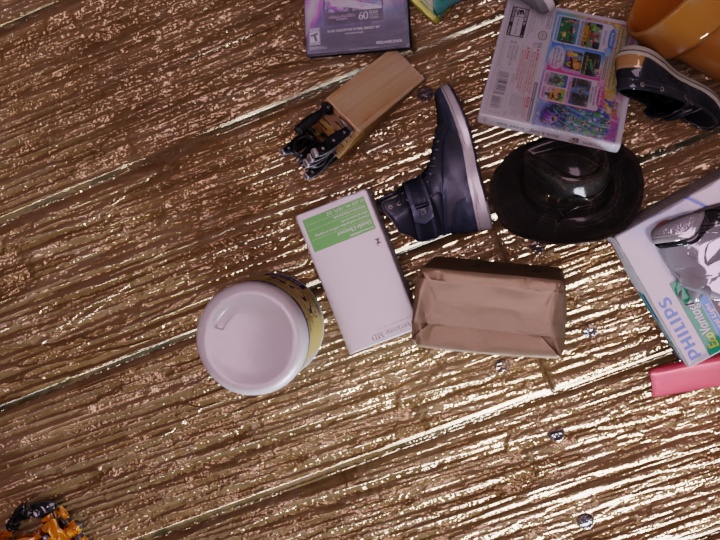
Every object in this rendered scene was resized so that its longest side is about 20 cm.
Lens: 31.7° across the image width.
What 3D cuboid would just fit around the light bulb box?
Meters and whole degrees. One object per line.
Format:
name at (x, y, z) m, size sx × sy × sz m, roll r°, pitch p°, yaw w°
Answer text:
light bulb box at (0.454, -0.012, 1.633) m, size 0.200 × 0.125 × 0.198 m, roll -30°, pitch 90°, yaw 7°

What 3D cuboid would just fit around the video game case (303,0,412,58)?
video game case at (-0.007, -0.390, 1.698) m, size 0.143 × 0.019 × 0.200 m, roll -3°, pitch 89°, yaw 12°

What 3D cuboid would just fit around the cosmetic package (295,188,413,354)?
cosmetic package at (0.000, 0.000, 1.710) m, size 0.108 × 0.085 × 0.200 m, roll -23°, pitch 90°, yaw 6°

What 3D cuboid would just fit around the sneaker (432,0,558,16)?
sneaker at (0.148, -0.371, 1.648) m, size 0.200 × 0.084 × 0.121 m, roll 40°, pitch 92°, yaw 6°

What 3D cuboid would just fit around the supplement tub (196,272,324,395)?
supplement tub at (-0.126, 0.079, 1.673) m, size 0.145 × 0.200 × 0.145 m, roll 1°, pitch 95°, yaw 7°

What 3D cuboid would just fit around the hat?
hat at (0.259, -0.124, 1.620) m, size 0.201 × 0.081 × 0.201 m, roll -8°, pitch 56°, yaw 12°

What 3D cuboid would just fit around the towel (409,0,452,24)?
towel at (0.139, -0.430, 1.694) m, size 0.086 × 0.018 × 0.200 m, roll 44°, pitch 97°, yaw -4°

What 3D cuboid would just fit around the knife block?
knife block at (-0.013, -0.205, 1.649) m, size 0.200 × 0.176 × 0.064 m, roll -44°, pitch 89°, yaw 8°

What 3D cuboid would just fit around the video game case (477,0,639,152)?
video game case at (0.260, -0.255, 1.637) m, size 0.182 × 0.024 × 0.200 m, roll 13°, pitch 62°, yaw 5°

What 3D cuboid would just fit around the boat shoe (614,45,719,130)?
boat shoe at (0.392, -0.218, 1.612) m, size 0.200 × 0.075 × 0.062 m, roll 24°, pitch 74°, yaw -37°

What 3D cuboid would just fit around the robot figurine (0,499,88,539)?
robot figurine at (-0.473, 0.415, 1.814) m, size 0.200 × 0.058 × 0.145 m, roll -37°, pitch 90°, yaw 9°

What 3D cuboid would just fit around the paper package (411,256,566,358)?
paper package at (0.170, 0.046, 1.634) m, size 0.191 × 0.200 × 0.104 m, roll 5°, pitch 95°, yaw 7°

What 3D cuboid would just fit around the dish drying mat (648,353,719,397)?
dish drying mat at (0.482, 0.128, 1.673) m, size 0.200 × 0.077 × 0.018 m, roll -11°, pitch 57°, yaw 8°

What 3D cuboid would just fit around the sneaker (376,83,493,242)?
sneaker at (0.085, -0.138, 1.692) m, size 0.146 × 0.077 × 0.202 m, roll -12°, pitch 94°, yaw 5°

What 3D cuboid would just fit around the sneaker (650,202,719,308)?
sneaker at (0.463, -0.030, 1.533) m, size 0.200 × 0.075 × 0.115 m, roll -19°, pitch 92°, yaw 13°

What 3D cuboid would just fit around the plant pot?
plant pot at (0.469, -0.318, 1.585) m, size 0.183 × 0.200 × 0.200 m, roll 37°, pitch 98°, yaw -13°
